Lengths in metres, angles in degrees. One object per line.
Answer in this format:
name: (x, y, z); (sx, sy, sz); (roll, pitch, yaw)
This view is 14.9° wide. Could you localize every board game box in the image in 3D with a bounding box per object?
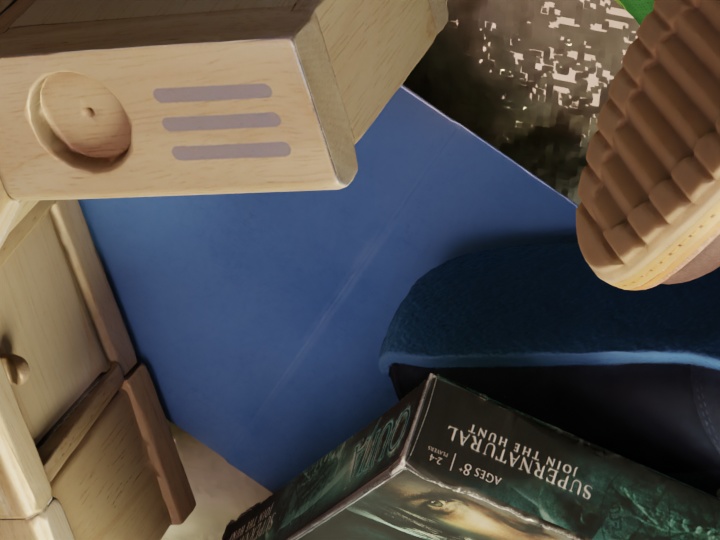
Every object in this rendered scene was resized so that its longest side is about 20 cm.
board game box: (0.043, 0.089, 0.765); (0.135, 0.028, 0.200); (23, 158, -10)
board game box: (0.000, 0.000, 0.806); (0.200, 0.039, 0.158); (35, 131, 0)

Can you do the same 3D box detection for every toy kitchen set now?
toy kitchen set: (-0.069, 0.032, 0.726); (0.179, 0.163, 0.201); (-1, 122, 28)

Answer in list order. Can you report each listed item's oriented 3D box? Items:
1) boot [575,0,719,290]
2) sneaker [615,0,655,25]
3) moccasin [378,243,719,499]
boot: (0.165, -0.046, 0.658); (0.166, 0.073, 0.200); (24, 119, -29)
sneaker: (0.063, -0.102, 0.699); (0.199, 0.074, 0.084); (13, 119, 12)
moccasin: (0.105, 0.029, 0.717); (0.199, 0.081, 0.068); (4, 130, 32)
